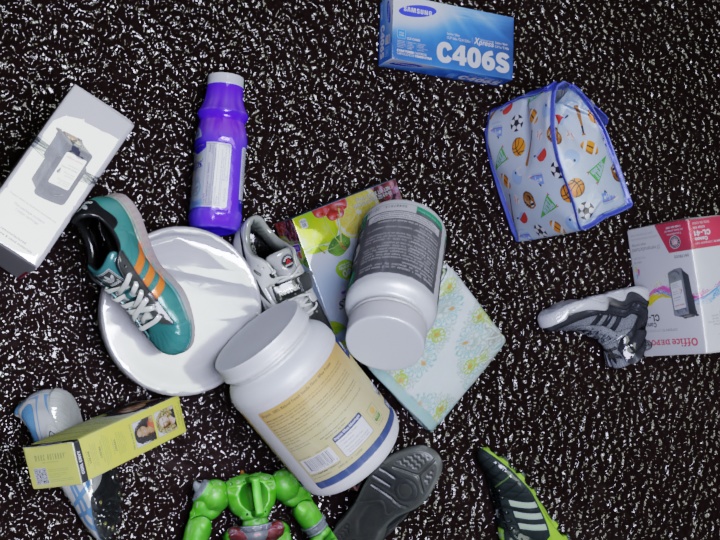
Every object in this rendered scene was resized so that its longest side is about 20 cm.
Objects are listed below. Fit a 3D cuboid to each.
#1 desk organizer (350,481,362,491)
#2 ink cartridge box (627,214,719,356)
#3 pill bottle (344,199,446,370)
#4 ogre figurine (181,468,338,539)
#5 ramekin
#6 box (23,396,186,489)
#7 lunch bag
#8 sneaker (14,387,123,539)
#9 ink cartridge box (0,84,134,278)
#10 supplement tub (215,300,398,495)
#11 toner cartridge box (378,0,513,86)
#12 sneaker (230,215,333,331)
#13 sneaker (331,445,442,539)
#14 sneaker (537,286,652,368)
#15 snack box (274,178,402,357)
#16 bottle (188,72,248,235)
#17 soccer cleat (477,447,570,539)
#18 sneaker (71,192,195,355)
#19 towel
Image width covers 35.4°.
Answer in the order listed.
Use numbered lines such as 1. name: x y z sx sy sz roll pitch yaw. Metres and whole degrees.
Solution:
1. desk organizer: -0.053 0.187 1.461 0.072 0.077 0.200 -40 103 -23
2. ink cartridge box: 0.488 0.025 1.697 0.085 0.147 0.201 -5 87 -25
3. pill bottle: 0.042 0.017 1.384 0.113 0.113 0.201 33 41 -20
4. ogre figurine: -0.130 0.309 1.399 0.199 0.098 0.121 -5 91 1
5. ramekin: -0.228 0.051 1.380 0.201 0.094 0.204 2 85 -25
6. box: -0.288 0.193 1.293 0.200 0.075 0.050 -22 100 -64
7. lunch bag: 0.271 -0.157 1.597 0.123 0.170 0.201 -25 96 -28
8. sneaker: -0.341 0.230 1.334 0.201 0.072 0.072 69 24 -16
9. ink cartridge box: -0.360 -0.100 1.302 0.084 0.145 0.201 36 71 -17
10. supplement tub: -0.063 0.149 1.329 0.144 0.144 0.200 -45 109 -22
11. toner cartridge box: 0.124 -0.327 1.612 0.199 0.043 0.096 4 82 -25
12. sneaker: -0.098 0.018 1.406 0.074 0.089 0.200 -30 73 -28
13. sneaker: 0.042 0.283 1.457 0.076 0.200 0.114 36 26 5
14. sneaker: 0.355 0.092 1.665 0.199 0.075 0.114 -11 87 -29
15. snack box: 0.000 0.000 1.509 0.168 0.068 0.201 -24 97 -27
16. bottle: -0.178 -0.148 1.428 0.065 0.083 0.201 6 84 -18
17. soccer cleat: 0.216 0.338 1.587 0.081 0.067 0.200 -39 103 -10
18. sneaker: -0.260 0.012 1.263 0.201 0.071 0.080 61 31 0
19. towel: 0.100 0.104 1.508 0.171 0.048 0.200 -47 132 -7
